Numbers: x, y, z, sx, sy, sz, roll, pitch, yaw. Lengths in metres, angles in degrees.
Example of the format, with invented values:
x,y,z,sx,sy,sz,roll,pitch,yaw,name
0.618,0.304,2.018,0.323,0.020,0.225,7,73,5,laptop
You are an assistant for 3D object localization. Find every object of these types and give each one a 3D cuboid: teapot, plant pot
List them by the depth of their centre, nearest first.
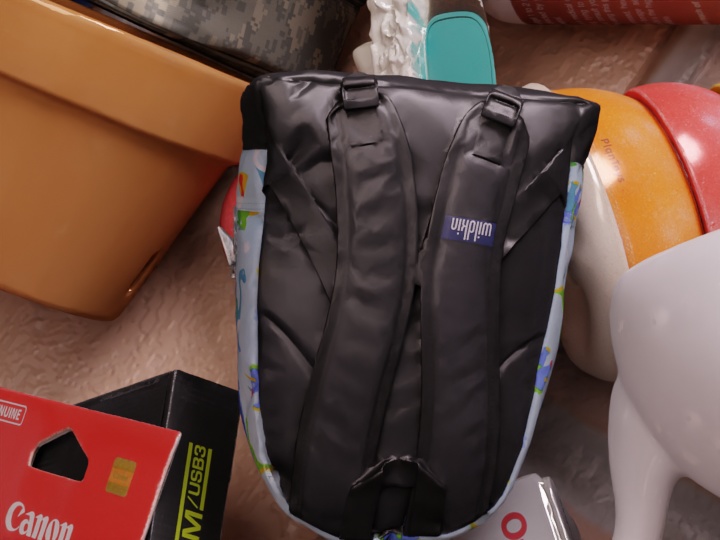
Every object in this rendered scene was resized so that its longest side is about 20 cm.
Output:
x,y,z,sx,sy,sz,roll,pitch,yaw,name
0.211,0.049,1.266,0.197,0.200,0.147,-10,80,-32,teapot
-0.160,-0.065,1.480,0.200,0.200,0.141,26,94,25,plant pot

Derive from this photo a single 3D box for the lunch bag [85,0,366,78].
x,y,z,sx,sy,sz,roll,pitch,yaw,name
-0.067,-0.195,1.471,0.139,0.200,0.168,25,93,27,lunch bag

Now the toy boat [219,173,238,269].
x,y,z,sx,sy,sz,roll,pitch,yaw,name
0.000,0.000,1.423,0.130,0.131,0.201,-26,63,7,toy boat

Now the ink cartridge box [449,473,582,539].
x,y,z,sx,sy,sz,roll,pitch,yaw,name
0.023,0.200,1.359,0.199,0.083,0.146,-21,63,9,ink cartridge box

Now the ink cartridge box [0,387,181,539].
x,y,z,sx,sy,sz,roll,pitch,yaw,name
-0.171,0.143,1.369,0.200,0.045,0.177,7,81,57,ink cartridge box

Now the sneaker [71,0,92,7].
x,y,z,sx,sy,sz,roll,pitch,yaw,name
-0.175,-0.177,1.583,0.200,0.078,0.070,-37,62,1,sneaker

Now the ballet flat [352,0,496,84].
x,y,z,sx,sy,sz,roll,pitch,yaw,name
0.025,-0.128,1.425,0.071,0.072,0.201,-5,88,16,ballet flat

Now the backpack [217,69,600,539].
x,y,z,sx,sy,sz,roll,pitch,yaw,name
0.016,0.024,1.306,0.162,0.154,0.201,2,80,-10,backpack

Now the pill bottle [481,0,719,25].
x,y,z,sx,sy,sz,roll,pitch,yaw,name
0.117,-0.178,1.468,0.199,0.112,0.113,1,69,18,pill bottle

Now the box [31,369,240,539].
x,y,z,sx,sy,sz,roll,pitch,yaw,name
-0.138,0.159,1.393,0.200,0.047,0.194,-19,59,52,box

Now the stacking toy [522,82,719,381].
x,y,z,sx,sy,sz,roll,pitch,yaw,name
0.177,-0.041,1.403,0.199,0.146,0.147,-17,63,-9,stacking toy
